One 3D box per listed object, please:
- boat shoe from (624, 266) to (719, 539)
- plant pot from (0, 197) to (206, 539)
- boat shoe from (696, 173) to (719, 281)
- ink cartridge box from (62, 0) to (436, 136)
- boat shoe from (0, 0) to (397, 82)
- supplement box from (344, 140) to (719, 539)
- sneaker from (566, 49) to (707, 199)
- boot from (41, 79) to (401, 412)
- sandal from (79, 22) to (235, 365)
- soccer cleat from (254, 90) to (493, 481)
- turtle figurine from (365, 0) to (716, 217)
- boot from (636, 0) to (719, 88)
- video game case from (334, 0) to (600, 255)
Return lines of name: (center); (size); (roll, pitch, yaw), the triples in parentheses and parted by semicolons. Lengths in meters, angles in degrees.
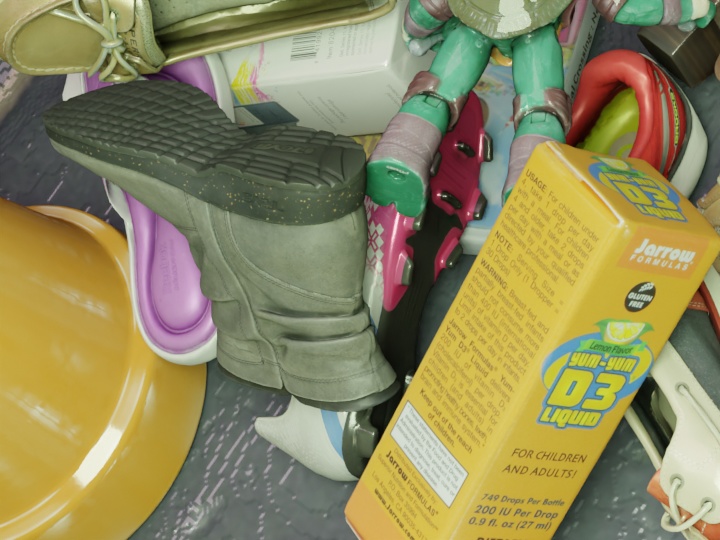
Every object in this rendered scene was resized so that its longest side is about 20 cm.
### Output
boat shoe: (0.148, 0.081, 0.890); (0.062, 0.071, 0.201); (-8, 58, -17)
plant pot: (-0.208, 0.038, 1.056); (0.199, 0.183, 0.201); (-13, 60, 23)
boat shoe: (0.206, 0.033, 0.908); (0.076, 0.071, 0.200); (-49, 42, 14)
ink cartridge box: (-0.051, -0.131, 1.102); (0.199, 0.067, 0.118); (-3, 65, 28)
boat shoe: (-0.083, -0.129, 1.007); (0.199, 0.073, 0.063); (-13, 53, -5)
supplement box: (0.071, 0.047, 0.890); (0.069, 0.066, 0.201); (48, 121, 45)
sneaker: (0.094, -0.013, 0.974); (0.077, 0.085, 0.201); (11, 71, 34)
boot: (-0.069, -0.008, 0.966); (0.199, 0.131, 0.068); (21, 38, 39)
sandal: (-0.101, -0.055, 1.037); (0.082, 0.050, 0.204); (-23, 73, 22)
soccer cleat: (0.000, 0.000, 1.013); (0.086, 0.070, 0.201); (13, 85, 32)
turtle figurine: (0.073, -0.116, 0.948); (0.149, 0.101, 0.201); (2, 60, 33)
boot: (0.226, -0.121, 0.968); (0.146, 0.070, 0.200); (-43, 53, 1)
video game case: (0.022, -0.101, 1.100); (0.199, 0.022, 0.183); (7, 70, 32)
